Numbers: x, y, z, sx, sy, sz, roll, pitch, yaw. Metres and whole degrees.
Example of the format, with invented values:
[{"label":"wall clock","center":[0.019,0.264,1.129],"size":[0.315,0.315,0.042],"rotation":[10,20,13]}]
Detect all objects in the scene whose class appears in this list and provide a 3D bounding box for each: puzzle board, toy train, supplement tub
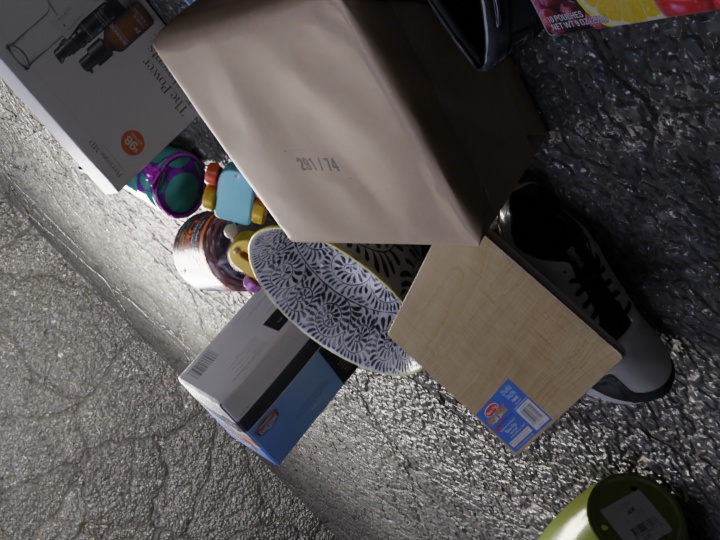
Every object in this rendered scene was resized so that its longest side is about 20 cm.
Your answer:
[{"label":"puzzle board","center":[0.100,0.051,0.671],"size":[0.150,0.017,0.201],"rotation":[42,151,12]},{"label":"toy train","center":[-0.081,-0.053,0.956],"size":[0.148,0.056,0.202],"rotation":[-19,116,21]},{"label":"supplement tub","center":[-0.159,-0.027,1.095],"size":[0.107,0.107,0.199],"rotation":[49,159,-18]}]

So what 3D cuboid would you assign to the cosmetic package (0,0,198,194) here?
[{"label":"cosmetic package","center":[-0.257,-0.200,0.863],"size":[0.201,0.151,0.051],"rotation":[51,159,-24]}]

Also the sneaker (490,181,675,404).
[{"label":"sneaker","center":[0.153,0.019,0.635],"size":[0.200,0.074,0.080],"rotation":[43,159,-2]}]

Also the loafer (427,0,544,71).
[{"label":"loafer","center":[0.031,-0.193,0.439],"size":[0.201,0.071,0.068],"rotation":[52,157,-23]}]

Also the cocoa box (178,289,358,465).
[{"label":"cocoa box","center":[-0.113,0.128,1.181],"size":[0.132,0.201,0.132],"rotation":[14,148,52]}]

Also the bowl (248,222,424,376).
[{"label":"bowl","center":[0.000,0.000,0.841],"size":[0.199,0.095,0.202],"rotation":[28,152,17]}]

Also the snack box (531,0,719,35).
[{"label":"snack box","center":[0.092,-0.195,0.343],"size":[0.141,0.053,0.201],"rotation":[10,142,55]}]

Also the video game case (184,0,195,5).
[{"label":"video game case","center":[-0.103,-0.238,0.681],"size":[0.200,0.022,0.182],"rotation":[45,160,-7]}]

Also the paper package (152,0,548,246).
[{"label":"paper package","center":[-0.008,-0.115,0.583],"size":[0.198,0.104,0.192],"rotation":[4,138,48]}]

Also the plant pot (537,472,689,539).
[{"label":"plant pot","center":[0.258,0.299,0.891],"size":[0.186,0.187,0.202],"rotation":[31,143,28]}]

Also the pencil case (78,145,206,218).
[{"label":"pencil case","center":[-0.284,-0.136,1.144],"size":[0.198,0.086,0.092],"rotation":[26,-179,38]}]
